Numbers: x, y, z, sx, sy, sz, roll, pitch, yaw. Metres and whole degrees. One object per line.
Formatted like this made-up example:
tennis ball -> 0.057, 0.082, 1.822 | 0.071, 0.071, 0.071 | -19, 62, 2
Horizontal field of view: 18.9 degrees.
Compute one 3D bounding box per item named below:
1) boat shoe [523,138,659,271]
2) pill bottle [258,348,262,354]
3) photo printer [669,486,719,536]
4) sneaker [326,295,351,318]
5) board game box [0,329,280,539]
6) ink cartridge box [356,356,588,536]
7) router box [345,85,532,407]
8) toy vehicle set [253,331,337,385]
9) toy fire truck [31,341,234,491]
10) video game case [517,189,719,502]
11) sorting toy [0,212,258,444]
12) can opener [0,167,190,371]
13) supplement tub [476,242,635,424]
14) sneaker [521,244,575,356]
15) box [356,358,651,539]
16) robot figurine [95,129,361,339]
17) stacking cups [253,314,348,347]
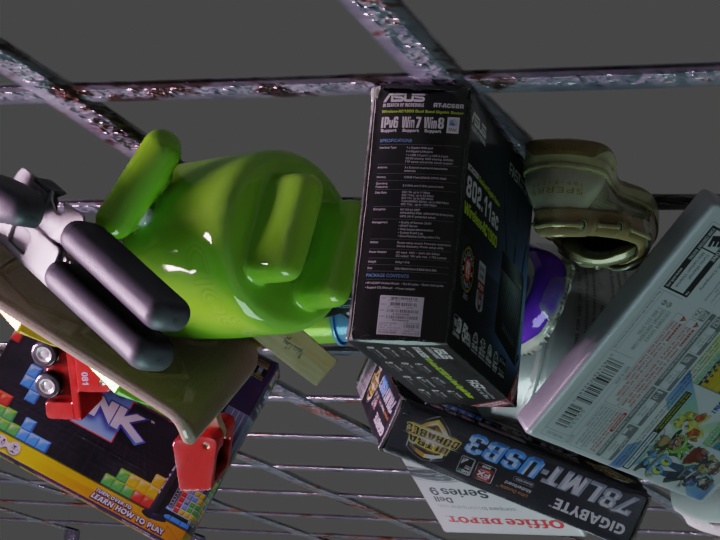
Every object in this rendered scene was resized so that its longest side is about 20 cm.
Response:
boat shoe -> 0.145, -0.027, 1.368 | 0.073, 0.063, 0.201 | 2, 166, 15
pill bottle -> -0.193, 0.084, 1.877 | 0.199, 0.113, 0.112 | 3, 167, 13
photo printer -> 0.326, 0.114, 1.608 | 0.069, 0.200, 0.166 | 47, 148, -20
sneaker -> 0.000, 0.000, 1.576 | 0.200, 0.076, 0.079 | 24, 128, -36
board game box -> -0.187, 0.103, 1.701 | 0.199, 0.166, 0.057 | 27, 169, 5
ink cartridge box -> 0.108, 0.130, 1.817 | 0.145, 0.084, 0.200 | -2, 134, 33
router box -> 0.052, -0.009, 1.291 | 0.062, 0.151, 0.200 | 1, 167, 16
toy vehicle set -> -0.092, 0.017, 1.585 | 0.124, 0.027, 0.200 | 40, 178, 20
toy fire truck -> -0.172, 0.063, 1.621 | 0.140, 0.201, 0.049 | 1, -161, 15
video game case -> 0.228, 0.055, 1.442 | 0.182, 0.200, 0.022 | 23, -157, -36
sorting toy -> -0.170, 0.031, 1.449 | 0.200, 0.037, 0.185 | 37, -162, 1
can opener -> -0.183, -0.005, 1.321 | 0.067, 0.054, 0.200 | 10, -160, -43
supplement tub -> 0.190, 0.054, 1.550 | 0.199, 0.133, 0.132 | 9, 167, -11
sneaker -> 0.062, 0.002, 1.450 | 0.099, 0.070, 0.200 | 24, 176, -24
box -> 0.102, 0.125, 1.606 | 0.199, 0.050, 0.199 | 21, -171, -8
robot figurine -> -0.086, -0.015, 1.393 | 0.175, 0.116, 0.199 | 26, 160, -38
stacking cups -> 0.001, 0.032, 1.701 | 0.199, 0.061, 0.060 | -3, 165, 21
